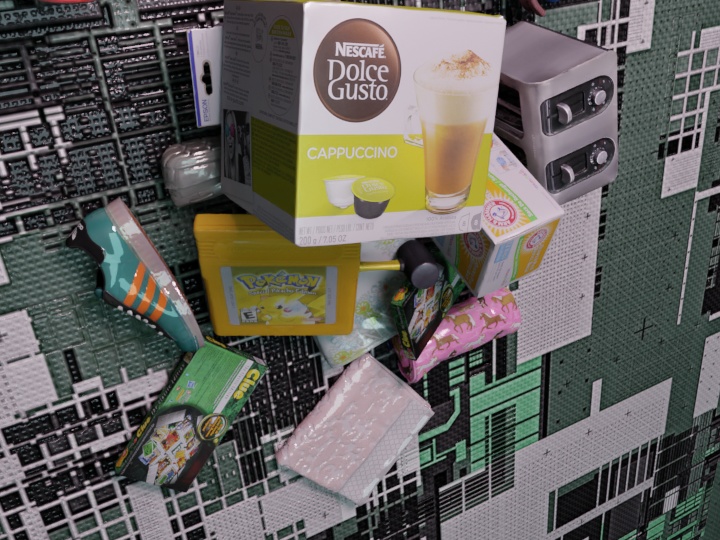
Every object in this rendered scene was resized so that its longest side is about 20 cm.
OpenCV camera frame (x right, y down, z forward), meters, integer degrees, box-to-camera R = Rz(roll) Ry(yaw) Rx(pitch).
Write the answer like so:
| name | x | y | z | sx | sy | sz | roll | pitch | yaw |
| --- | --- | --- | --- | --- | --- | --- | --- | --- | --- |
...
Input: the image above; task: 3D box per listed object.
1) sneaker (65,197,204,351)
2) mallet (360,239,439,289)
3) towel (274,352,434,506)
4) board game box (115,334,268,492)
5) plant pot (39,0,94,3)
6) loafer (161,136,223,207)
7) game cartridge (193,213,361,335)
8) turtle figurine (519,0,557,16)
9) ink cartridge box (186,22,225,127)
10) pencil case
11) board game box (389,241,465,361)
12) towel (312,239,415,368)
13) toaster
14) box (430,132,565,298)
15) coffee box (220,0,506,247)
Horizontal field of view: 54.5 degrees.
| name | x | y | z | sx | sy | sz | roll | pitch | yaw |
| --- | --- | --- | --- | --- | --- | --- | --- | --- | --- |
| sneaker | -0.248 | 0.021 | 0.779 | 0.080 | 0.071 | 0.201 | -31 | 118 | -10 |
| mallet | 0.000 | 0.000 | 0.836 | 0.198 | 0.066 | 0.041 | -6 | 122 | -22 |
| towel | -0.001 | 0.241 | 1.040 | 0.200 | 0.032 | 0.191 | -50 | 126 | -3 |
| board game box | -0.213 | 0.184 | 0.887 | 0.104 | 0.023 | 0.201 | 32 | 94 | -35 |
| plant pot | -0.254 | -0.321 | 0.549 | 0.199 | 0.182 | 0.202 | -13 | 117 | -26 |
| loafer | -0.122 | -0.121 | 0.790 | 0.198 | 0.070 | 0.070 | -14 | 123 | -16 |
| game cartridge | -0.090 | 0.011 | 0.793 | 0.175 | 0.033 | 0.201 | 0 | 145 | -4 |
| turtle figurine | 0.212 | -0.404 | 0.810 | 0.192 | 0.200 | 0.145 | -1 | 78 | -25 |
| ink cartridge box | -0.088 | -0.216 | 0.747 | 0.199 | 0.039 | 0.100 | -13 | 118 | -26 |
| pencil case | 0.141 | 0.089 | 1.023 | 0.199 | 0.086 | 0.083 | -23 | 103 | -18 |
| board game box | 0.105 | 0.015 | 0.944 | 0.200 | 0.023 | 0.105 | -51 | 137 | -36 |
| towel | 0.001 | 0.020 | 0.918 | 0.170 | 0.048 | 0.201 | -29 | 127 | -12 |
| toaster | 0.220 | -0.204 | 0.883 | 0.118 | 0.200 | 0.182 | -28 | 130 | -13 |
| box | 0.137 | -0.087 | 0.852 | 0.101 | 0.201 | 0.113 | -23 | 150 | -19 |
| coffee box | -0.009 | -0.152 | 0.672 | 0.198 | 0.200 | 0.200 | -6 | 112 | -28 |
